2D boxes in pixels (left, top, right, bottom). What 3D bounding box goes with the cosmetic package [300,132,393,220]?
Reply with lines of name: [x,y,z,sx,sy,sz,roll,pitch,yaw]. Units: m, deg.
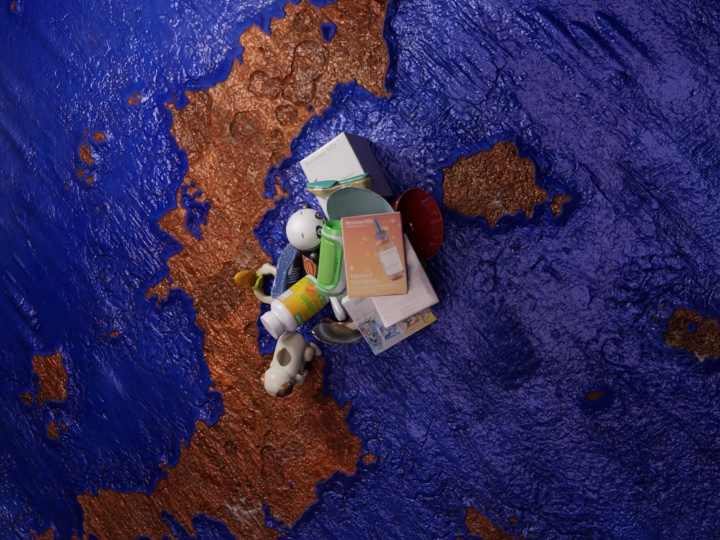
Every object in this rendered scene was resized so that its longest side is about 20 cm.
cosmetic package: [-0.037,-0.267,1.683,0.167,0.166,0.201,-29,86,24]

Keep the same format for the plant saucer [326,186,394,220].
plant saucer: [0.007,-0.157,1.546,0.199,0.039,0.202,14,142,11]

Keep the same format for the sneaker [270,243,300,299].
sneaker: [-0.225,0.012,1.850,0.070,0.078,0.202,5,70,38]

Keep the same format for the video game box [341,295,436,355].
video game box: [0.079,0.106,1.579,0.199,0.047,0.183,-30,104,6]

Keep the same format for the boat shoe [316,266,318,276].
boat shoe: [-0.038,-0.012,1.782,0.198,0.093,0.075,-7,91,-5]

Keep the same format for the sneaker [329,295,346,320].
sneaker: [-0.058,0.080,1.737,0.070,0.200,0.074,-19,119,-3]

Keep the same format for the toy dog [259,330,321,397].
toy dog: [-0.227,0.303,1.811,0.138,0.194,0.201,21,67,10]

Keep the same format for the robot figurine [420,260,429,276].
robot figurine: [0.135,0.061,1.672,0.115,0.175,0.202,5,77,34]

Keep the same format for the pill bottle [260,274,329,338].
pill bottle: [-0.202,0.114,1.762,0.200,0.111,0.111,-39,81,-21]

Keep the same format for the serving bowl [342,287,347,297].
serving bowl: [0.000,0.000,1.643,0.199,0.066,0.202,-12,72,41]

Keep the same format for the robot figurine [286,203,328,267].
robot figurine: [-0.132,-0.098,1.659,0.150,0.200,0.125,35,84,25]

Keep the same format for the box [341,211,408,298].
box: [0.038,-0.037,1.448,0.151,0.106,0.202,-6,92,6]

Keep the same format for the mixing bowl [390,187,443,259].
mixing bowl: [0.132,-0.123,1.639,0.108,0.199,0.202,-11,94,47]

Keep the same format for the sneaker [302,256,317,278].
sneaker: [-0.173,-0.066,1.799,0.077,0.112,0.202,-6,96,24]

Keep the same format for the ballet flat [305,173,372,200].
ballet flat: [-0.058,-0.218,1.577,0.198,0.071,0.071,-5,96,23]

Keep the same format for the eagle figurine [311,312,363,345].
eagle figurine: [-0.031,0.170,1.767,0.199,0.152,0.152,-29,44,9]

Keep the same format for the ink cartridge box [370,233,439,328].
ink cartridge box: [0.094,0.028,1.521,0.160,0.050,0.201,-27,87,5]

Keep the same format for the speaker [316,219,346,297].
speaker: [-0.072,-0.032,1.581,0.088,0.088,0.202,17,118,19]

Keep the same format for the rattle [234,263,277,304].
rattle: [-0.289,0.073,1.860,0.130,0.143,0.201,-38,76,3]
